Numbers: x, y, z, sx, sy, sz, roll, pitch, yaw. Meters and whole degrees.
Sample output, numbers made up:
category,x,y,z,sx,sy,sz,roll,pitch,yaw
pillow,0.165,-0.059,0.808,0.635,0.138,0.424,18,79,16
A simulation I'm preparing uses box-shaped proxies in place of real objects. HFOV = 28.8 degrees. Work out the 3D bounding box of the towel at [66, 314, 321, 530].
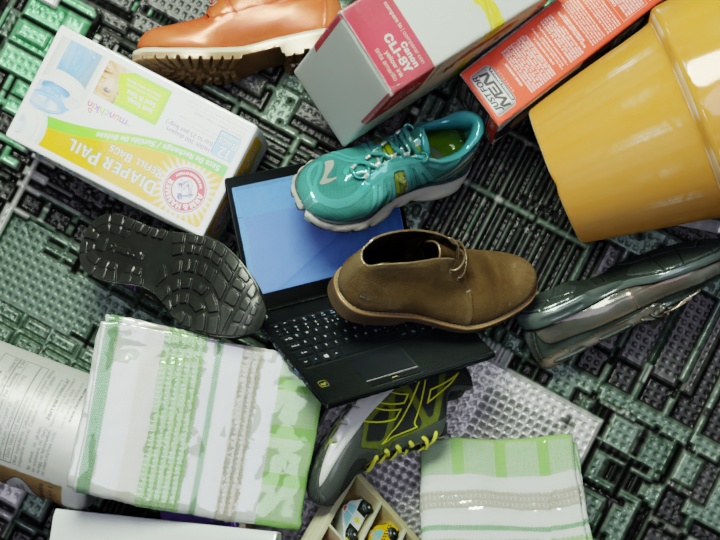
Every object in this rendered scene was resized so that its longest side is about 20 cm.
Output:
category,x,y,z,sx,sy,sz,roll,pitch,yaw
towel,-0.135,0.129,1.178,0.197,0.031,0.151,12,86,-8

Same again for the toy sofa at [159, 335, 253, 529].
category,x,y,z,sx,sy,sz,roll,pitch,yaw
toy sofa,-0.147,0.162,1.237,0.082,0.098,0.203,-10,87,0

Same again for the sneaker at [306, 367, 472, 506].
category,x,y,z,sx,sy,sz,roll,pitch,yaw
sneaker,0.030,0.132,1.219,0.084,0.075,0.200,39,63,1

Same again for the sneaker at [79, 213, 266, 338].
category,x,y,z,sx,sy,sz,roll,pitch,yaw
sneaker,-0.147,0.007,1.227,0.199,0.087,0.076,25,87,31

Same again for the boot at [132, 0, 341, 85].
category,x,y,z,sx,sy,sz,roll,pitch,yaw
boot,-0.114,-0.231,1.280,0.197,0.075,0.109,-9,83,-8

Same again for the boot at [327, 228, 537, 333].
category,x,y,z,sx,sy,sz,roll,pitch,yaw
boot,0.075,0.004,1.182,0.198,0.076,0.074,-2,56,-28

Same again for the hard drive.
category,x,y,z,sx,sy,sz,roll,pitch,yaw
hard drive,-0.170,0.276,1.172,0.197,0.026,0.134,4,77,12

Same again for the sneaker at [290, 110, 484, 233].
category,x,y,z,sx,sy,sz,roll,pitch,yaw
sneaker,0.025,-0.095,1.216,0.198,0.080,0.078,-24,72,-33

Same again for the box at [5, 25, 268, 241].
category,x,y,z,sx,sy,sz,roll,pitch,yaw
box,-0.195,-0.116,1.254,0.198,0.101,0.114,26,87,3

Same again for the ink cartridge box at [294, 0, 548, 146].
category,x,y,z,sx,sy,sz,roll,pitch,yaw
ink cartridge box,0.059,-0.207,1.204,0.199,0.145,0.084,-35,89,-21

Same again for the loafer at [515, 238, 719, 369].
category,x,y,z,sx,sy,sz,roll,pitch,yaw
loafer,0.240,0.029,1.260,0.198,0.072,0.064,-19,106,7

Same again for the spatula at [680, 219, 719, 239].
category,x,y,z,sx,sy,sz,roll,pitch,yaw
spatula,0.293,-0.046,1.278,0.197,0.021,0.057,10,88,3

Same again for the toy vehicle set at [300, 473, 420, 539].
category,x,y,z,sx,sy,sz,roll,pitch,yaw
toy vehicle set,-0.010,0.279,1.179,0.026,0.201,0.124,-31,107,39

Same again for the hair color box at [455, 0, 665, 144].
category,x,y,z,sx,sy,sz,roll,pitch,yaw
hair color box,0.181,-0.203,1.252,0.199,0.102,0.062,-37,86,0

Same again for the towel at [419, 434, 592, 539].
category,x,y,z,sx,sy,sz,roll,pitch,yaw
towel,0.124,0.223,1.193,0.147,0.031,0.202,-1,46,0

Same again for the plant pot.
category,x,y,z,sx,sy,sz,roll,pitch,yaw
plant pot,0.250,-0.117,1.205,0.181,0.200,0.203,-22,86,11

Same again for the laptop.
category,x,y,z,sx,sy,sz,roll,pitch,yaw
laptop,0.000,0.000,1.202,0.175,0.104,0.200,-14,41,-30

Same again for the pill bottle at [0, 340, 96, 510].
category,x,y,z,sx,sy,sz,roll,pitch,yaw
pill bottle,-0.313,0.125,1.235,0.198,0.114,0.116,20,87,3
